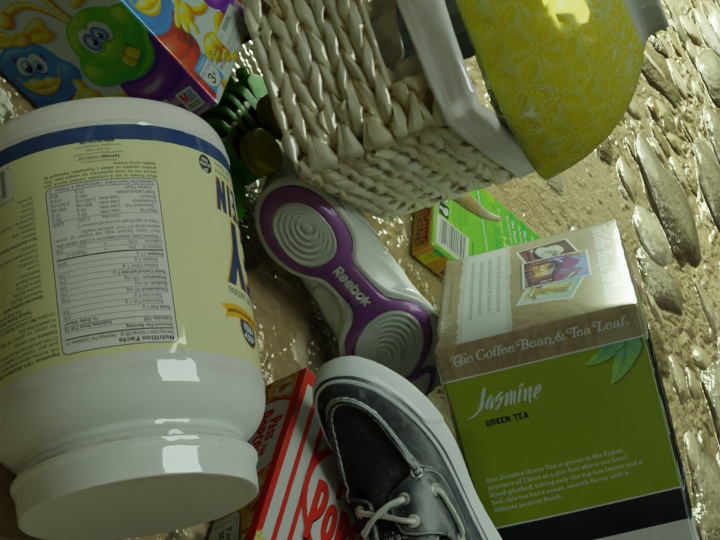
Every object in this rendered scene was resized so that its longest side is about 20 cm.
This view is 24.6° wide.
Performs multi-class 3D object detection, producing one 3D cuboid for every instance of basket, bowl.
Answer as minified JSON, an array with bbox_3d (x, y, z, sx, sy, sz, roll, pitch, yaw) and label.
[{"bbox_3d":[0.024,-0.120,1.041,0.200,0.123,0.136,23,47,-71],"label":"basket"},{"bbox_3d":[0.128,-0.169,1.030,0.201,0.107,0.201,60,16,-30],"label":"bowl"}]

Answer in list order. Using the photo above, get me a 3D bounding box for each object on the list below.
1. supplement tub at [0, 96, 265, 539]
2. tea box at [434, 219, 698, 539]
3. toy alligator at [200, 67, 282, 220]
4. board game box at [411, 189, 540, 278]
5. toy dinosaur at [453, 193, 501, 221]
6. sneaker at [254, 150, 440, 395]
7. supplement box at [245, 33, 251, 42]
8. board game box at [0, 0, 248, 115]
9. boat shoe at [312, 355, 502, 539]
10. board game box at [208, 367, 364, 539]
[{"bbox_3d":[-0.127,0.028,0.859,0.145,0.145,0.201,15,58,-49],"label":"supplement tub"},{"bbox_3d":[0.138,0.094,1.105,0.200,0.133,0.198,-72,148,-73],"label":"tea box"},{"bbox_3d":[-0.077,-0.106,1.090,0.054,0.059,0.201,47,37,-25],"label":"toy alligator"},{"bbox_3d":[0.114,-0.004,1.320,0.200,0.030,0.096,35,44,-33],"label":"board game box"},{"bbox_3d":[0.019,-0.097,1.174,0.101,0.058,0.200,-37,91,-15],"label":"toy dinosaur"},{"bbox_3d":[0.000,0.000,1.116,0.201,0.075,0.100,58,14,-26],"label":"sneaker"},{"bbox_3d":[-0.066,-0.264,1.207,0.109,0.061,0.200,51,35,-20],"label":"supplement box"},{"bbox_3d":[-0.170,-0.177,0.967,0.200,0.103,0.105,46,38,-27],"label":"board game box"},{"bbox_3d":[0.028,0.145,0.986,0.201,0.071,0.068,61,31,-19],"label":"boat shoe"},{"bbox_3d":[-0.023,0.183,0.991,0.152,0.046,0.201,46,37,-27],"label":"board game box"}]
